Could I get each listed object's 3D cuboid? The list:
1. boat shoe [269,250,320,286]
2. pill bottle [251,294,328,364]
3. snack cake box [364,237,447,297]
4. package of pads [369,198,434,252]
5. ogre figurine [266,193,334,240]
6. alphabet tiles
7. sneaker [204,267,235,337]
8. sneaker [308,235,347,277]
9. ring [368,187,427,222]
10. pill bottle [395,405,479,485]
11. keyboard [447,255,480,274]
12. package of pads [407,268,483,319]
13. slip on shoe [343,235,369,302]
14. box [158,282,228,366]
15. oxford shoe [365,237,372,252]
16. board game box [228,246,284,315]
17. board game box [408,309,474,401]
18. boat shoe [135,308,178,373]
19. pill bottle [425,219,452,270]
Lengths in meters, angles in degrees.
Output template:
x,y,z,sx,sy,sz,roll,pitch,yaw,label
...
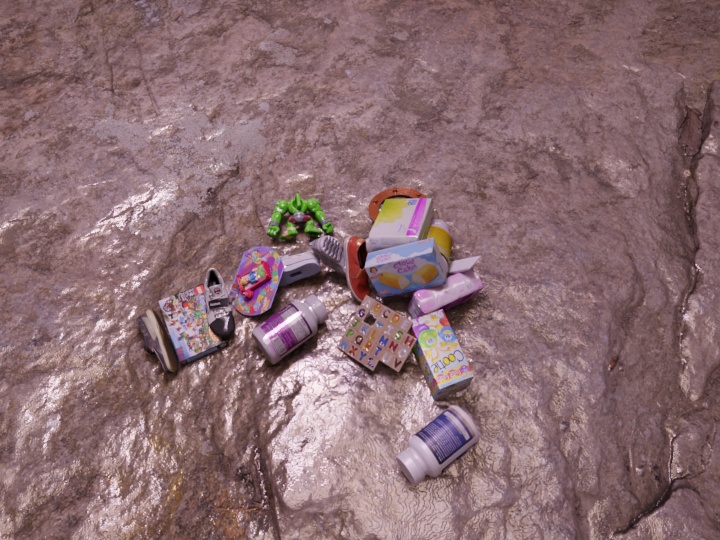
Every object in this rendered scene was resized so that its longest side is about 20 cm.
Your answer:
x,y,z,sx,sy,sz,roll,pitch,yaw,label
-0.212,-0.017,1.640,0.200,0.075,0.087,-18,46,13,boat shoe
-0.188,0.155,1.535,0.199,0.113,0.112,-35,68,-19,pill bottle
0.124,-0.006,1.531,0.198,0.116,0.068,-13,37,25,snack cake box
0.117,-0.131,1.613,0.152,0.069,0.201,1,40,21,package of pads
-0.186,-0.163,1.719,0.197,0.098,0.122,-10,73,6,ogre figurine
0.050,0.183,1.522,0.199,0.008,0.168,28,86,31,alphabet tiles
-0.396,0.085,1.542,0.073,0.089,0.202,-15,64,-16,sneaker
-0.067,-0.037,1.620,0.081,0.200,0.075,2,57,43,sneaker
0.122,-0.200,1.761,0.197,0.019,0.202,-3,47,3,ring
0.189,0.437,1.392,0.199,0.111,0.111,-32,67,-18,pill bottle
0.269,-0.012,1.605,0.011,0.199,0.056,45,69,-14,keyboard
0.236,0.071,1.585,0.198,0.121,0.076,-23,76,-13,package of pads
0.000,0.000,1.591,0.061,0.203,0.074,7,24,36,slip on shoe
-0.469,0.149,1.572,0.135,0.038,0.201,-23,65,-14,box
0.080,-0.073,1.686,0.198,0.076,0.058,-16,42,-15,oxford shoe
-0.305,0.025,1.589,0.156,0.039,0.202,16,84,29,board game box
0.211,0.227,1.512,0.104,0.103,0.202,-18,63,-11,board game box
-0.557,0.199,1.529,0.065,0.072,0.202,-28,65,-5,boat shoe
0.210,-0.061,1.642,0.111,0.113,0.201,14,40,6,pill bottle
